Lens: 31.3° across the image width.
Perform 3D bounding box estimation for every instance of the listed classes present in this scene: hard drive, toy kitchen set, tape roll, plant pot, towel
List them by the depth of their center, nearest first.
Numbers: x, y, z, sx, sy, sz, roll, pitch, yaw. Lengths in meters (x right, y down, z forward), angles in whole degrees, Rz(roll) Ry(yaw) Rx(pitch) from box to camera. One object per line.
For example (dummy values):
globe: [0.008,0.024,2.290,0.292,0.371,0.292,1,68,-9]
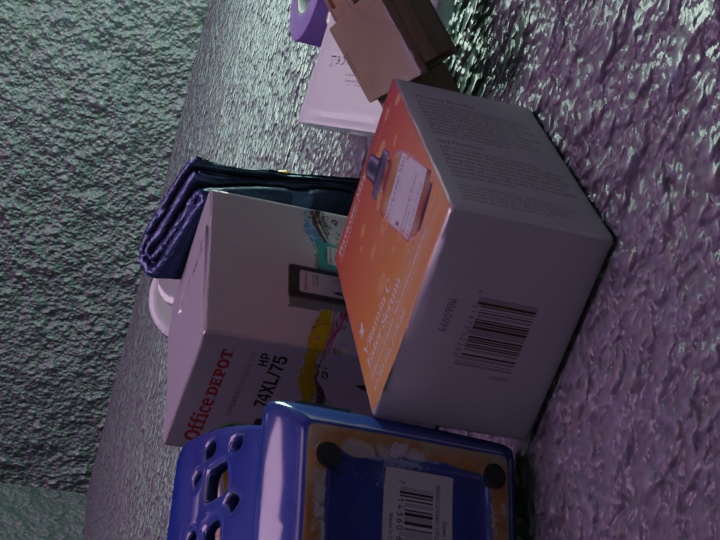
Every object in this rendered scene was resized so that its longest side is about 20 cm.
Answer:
plant pot: [-0.007,0.193,0.807,0.180,0.200,0.200,138,141,-55]
toy kitchen set: [0.078,-0.223,1.006,0.200,0.180,0.163,61,170,-6]
towel: [-0.090,-0.039,1.092,0.112,0.200,0.049,-52,59,28]
hard drive: [0.022,-0.218,1.140,0.132,0.027,0.200,15,87,45]
tape roll: [-0.025,-0.359,1.493,0.200,0.066,0.200,-169,90,-76]

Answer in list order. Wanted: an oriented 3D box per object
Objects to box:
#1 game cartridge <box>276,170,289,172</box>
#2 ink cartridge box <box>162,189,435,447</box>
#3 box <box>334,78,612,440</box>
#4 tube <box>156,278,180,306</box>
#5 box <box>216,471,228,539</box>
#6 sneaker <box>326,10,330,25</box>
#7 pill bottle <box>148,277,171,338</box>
game cartridge: [-0.076,0.019,1.350,0.200,0.032,0.176,87,179,-48]
ink cartridge box: [-0.041,0.053,1.000,0.147,0.200,0.146,115,159,-44]
box: [0.063,-0.013,0.844,0.200,0.106,0.152,-107,31,-59]
tube: [-0.122,0.028,1.203,0.058,0.052,0.200,-54,-23,0]
box: [-0.109,0.303,1.248,0.101,0.112,0.200,-105,30,-56]
sneaker: [0.014,-0.194,1.211,0.200,0.077,0.076,-106,32,-53]
pill bottle: [-0.146,0.055,1.372,0.200,0.106,0.106,61,-147,-68]
